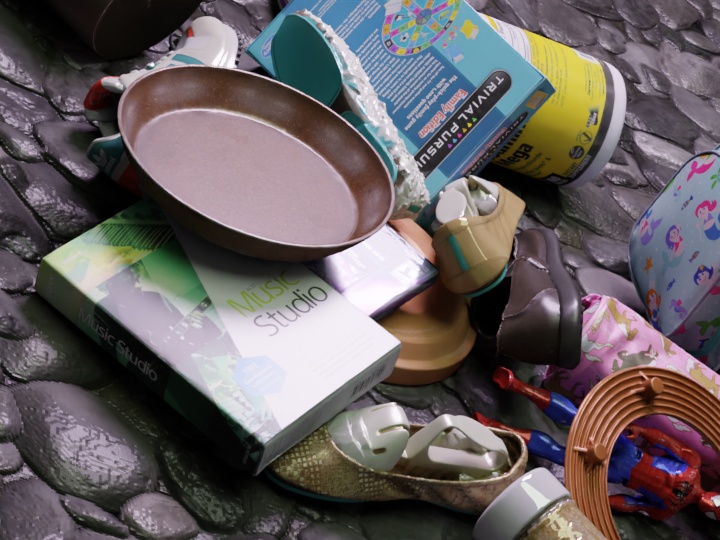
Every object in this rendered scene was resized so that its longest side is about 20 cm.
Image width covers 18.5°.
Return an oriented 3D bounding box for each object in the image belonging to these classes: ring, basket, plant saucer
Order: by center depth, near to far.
[{"bbox_3d":[-0.074,-0.069,1.501,0.198,0.035,0.201,17,35,-12],"label":"plant saucer"},{"bbox_3d":[0.223,0.161,1.535,0.199,0.019,0.202,17,61,-33],"label":"ring"},{"bbox_3d":[0.000,0.000,1.612,0.199,0.032,0.201,25,32,-17],"label":"plant saucer"},{"bbox_3d":[-0.213,-0.271,1.685,0.179,0.136,0.201,-27,69,-29],"label":"basket"}]

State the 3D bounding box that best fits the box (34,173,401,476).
[{"bbox_3d":[-0.092,0.030,1.432,0.199,0.037,0.144,37,44,20],"label":"box"}]

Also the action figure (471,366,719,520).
[{"bbox_3d":[0.177,0.134,1.569,0.199,0.066,0.052,24,7,-16],"label":"action figure"}]

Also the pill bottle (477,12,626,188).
[{"bbox_3d":[0.113,-0.148,1.839,0.198,0.113,0.113,17,35,-25],"label":"pill bottle"}]

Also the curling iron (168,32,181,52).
[{"bbox_3d":[-0.072,-0.117,1.708,0.199,0.026,0.050,36,35,3],"label":"curling iron"}]

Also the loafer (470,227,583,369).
[{"bbox_3d":[0.115,0.015,1.632,0.071,0.074,0.200,1,15,-6],"label":"loafer"}]

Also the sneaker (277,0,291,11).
[{"bbox_3d":[-0.042,-0.266,1.911,0.099,0.075,0.201,24,35,-43],"label":"sneaker"}]

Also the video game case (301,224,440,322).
[{"bbox_3d":[-0.057,0.000,1.525,0.143,0.019,0.199,41,44,17],"label":"video game case"}]

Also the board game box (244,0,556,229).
[{"bbox_3d":[0.030,-0.157,1.737,0.200,0.151,0.047,46,5,17],"label":"board game box"}]

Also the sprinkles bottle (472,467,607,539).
[{"bbox_3d":[0.161,0.220,1.429,0.200,0.068,0.068,47,33,19],"label":"sprinkles bottle"}]

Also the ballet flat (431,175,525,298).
[{"bbox_3d":[0.085,-0.039,1.642,0.063,0.068,0.200,59,11,-12],"label":"ballet flat"}]

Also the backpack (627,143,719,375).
[{"bbox_3d":[0.306,-0.012,1.779,0.150,0.178,0.201,26,28,-22],"label":"backpack"}]

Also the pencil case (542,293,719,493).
[{"bbox_3d":[0.232,0.100,1.646,0.199,0.083,0.087,33,32,0],"label":"pencil case"}]

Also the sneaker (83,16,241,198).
[{"bbox_3d":[-0.147,-0.130,1.600,0.093,0.070,0.201,25,42,-16],"label":"sneaker"}]

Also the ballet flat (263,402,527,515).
[{"bbox_3d":[0.028,0.116,1.449,0.199,0.066,0.071,8,37,-36],"label":"ballet flat"}]

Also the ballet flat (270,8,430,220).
[{"bbox_3d":[-0.006,-0.111,1.677,0.071,0.072,0.201,3,46,-40],"label":"ballet flat"}]
